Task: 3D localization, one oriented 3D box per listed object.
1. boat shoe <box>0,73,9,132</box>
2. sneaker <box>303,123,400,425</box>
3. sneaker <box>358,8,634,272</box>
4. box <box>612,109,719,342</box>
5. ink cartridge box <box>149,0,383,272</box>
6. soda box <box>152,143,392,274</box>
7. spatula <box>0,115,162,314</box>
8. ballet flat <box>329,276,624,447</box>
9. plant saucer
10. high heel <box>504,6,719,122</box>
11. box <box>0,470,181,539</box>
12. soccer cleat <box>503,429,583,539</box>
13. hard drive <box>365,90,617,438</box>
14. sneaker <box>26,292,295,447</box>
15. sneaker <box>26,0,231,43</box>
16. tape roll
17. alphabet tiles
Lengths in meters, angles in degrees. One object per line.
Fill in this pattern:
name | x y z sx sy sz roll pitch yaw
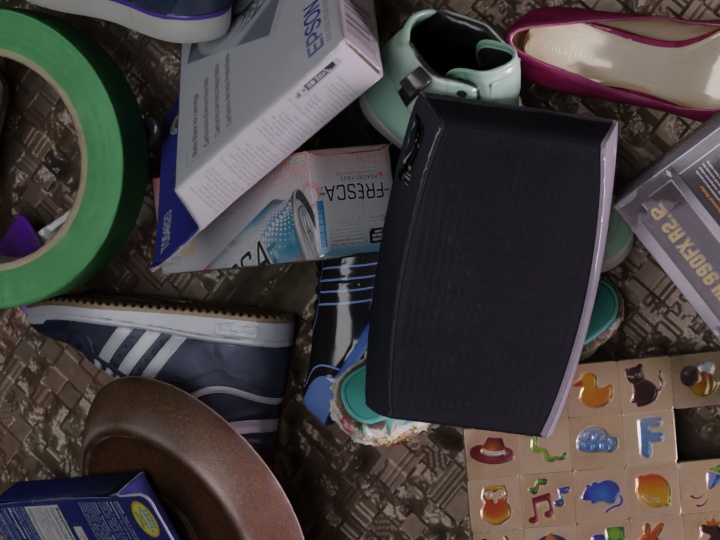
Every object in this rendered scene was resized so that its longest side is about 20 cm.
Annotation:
boat shoe | -0.301 -0.054 1.370 0.074 0.068 0.201 31 106 12
sneaker | 0.000 0.000 1.256 0.078 0.070 0.201 30 100 18
sneaker | 0.091 -0.077 1.155 0.200 0.118 0.074 36 69 1
box | 0.272 -0.012 1.128 0.158 0.048 0.200 -38 94 23
ink cartridge box | -0.074 -0.121 1.209 0.200 0.200 0.041 -40 118 21
soda box | -0.059 -0.037 1.223 0.199 0.063 0.069 -5 92 56
spatula | -0.197 -0.044 1.335 0.200 0.020 0.057 -42 73 31
ballet flat | 0.073 0.056 1.224 0.199 0.064 0.076 -21 67 -3
plant saucer | -0.122 0.164 1.289 0.199 0.034 0.201 27 136 29
high heel | 0.187 -0.126 1.144 0.199 0.096 0.068 15 99 20
box | -0.168 0.198 1.307 0.199 0.032 0.122 -9 113 48
soccer cleat | 0.132 0.175 1.230 0.083 0.065 0.202 -2 95 3
hard drive | 0.078 0.003 1.131 0.134 0.042 0.201 8 109 -5
sneaker | -0.142 0.074 1.320 0.198 0.070 0.109 5 97 19
sneaker | -0.159 -0.238 1.219 0.199 0.080 0.147 23 127 31
tape roll | -0.243 -0.076 1.286 0.199 0.048 0.202 2 96 16
alphabet tiles | 0.166 0.138 1.192 0.198 0.008 0.169 -5 96 0
